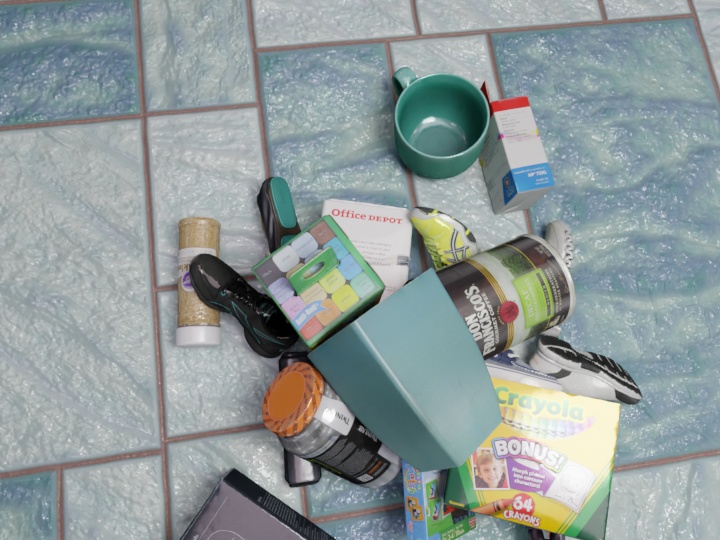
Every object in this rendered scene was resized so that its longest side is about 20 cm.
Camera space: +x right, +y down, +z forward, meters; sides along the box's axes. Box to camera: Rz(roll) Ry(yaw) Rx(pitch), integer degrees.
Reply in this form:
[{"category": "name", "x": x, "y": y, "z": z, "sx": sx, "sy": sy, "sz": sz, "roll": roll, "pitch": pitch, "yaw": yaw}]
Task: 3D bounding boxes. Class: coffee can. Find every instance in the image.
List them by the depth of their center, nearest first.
[{"category": "coffee can", "x": 0.180, "y": 0.047, "z": 0.775, "sx": 0.200, "sy": 0.146, "sz": 0.147, "roll": -22, "pitch": 80, "yaw": -18}]

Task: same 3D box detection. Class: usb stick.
[{"category": "usb stick", "x": -0.094, "y": 0.226, "z": 0.828, "sx": 0.055, "sy": 0.033, "sz": 0.200, "roll": -4, "pitch": 77, "yaw": -5}]

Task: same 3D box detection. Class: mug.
[{"category": "mug", "x": 0.132, "y": -0.246, "z": 0.906, "sx": 0.152, "sy": 0.114, "sz": 0.185, "roll": -2, "pitch": 74, "yaw": 5}]

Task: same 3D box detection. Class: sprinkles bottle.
[{"category": "sprinkles bottle", "x": -0.253, "y": 0.020, "z": 0.845, "sx": 0.068, "sy": 0.068, "sz": 0.201, "roll": -2, "pitch": 77, "yaw": -5}]

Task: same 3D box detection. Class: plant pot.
[{"category": "plant pot", "x": 0.065, "y": 0.133, "z": 0.659, "sx": 0.141, "sy": 0.141, "sz": 0.200, "roll": -31, "pitch": 85, "yaw": -35}]

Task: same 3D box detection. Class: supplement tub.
[{"category": "supplement tub", "x": -0.032, "y": 0.213, "z": 0.746, "sx": 0.200, "sy": 0.122, "sz": 0.123, "roll": 40, "pitch": 74, "yaw": -36}]

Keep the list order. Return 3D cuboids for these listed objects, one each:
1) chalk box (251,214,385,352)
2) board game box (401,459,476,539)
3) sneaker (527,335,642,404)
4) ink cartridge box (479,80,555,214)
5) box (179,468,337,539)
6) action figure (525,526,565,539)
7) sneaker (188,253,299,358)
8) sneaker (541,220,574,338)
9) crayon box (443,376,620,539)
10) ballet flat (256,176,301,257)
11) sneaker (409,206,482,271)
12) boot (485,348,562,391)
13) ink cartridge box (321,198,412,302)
[{"category": "chalk box", "x": -0.052, "y": 0.021, "z": 0.707, "sx": 0.125, "sy": 0.200, "sz": 0.124, "roll": -37, "pitch": 82, "yaw": -8}, {"category": "board game box", "x": 0.112, "y": 0.281, "z": 0.780, "sx": 0.037, "sy": 0.151, "sz": 0.201, "roll": -13, "pitch": 74, "yaw": 34}, {"category": "sneaker", "x": 0.355, "y": 0.173, "z": 0.866, "sx": 0.200, "sy": 0.074, "sz": 0.080, "roll": 23, "pitch": 115, "yaw": -8}, {"category": "ink cartridge box", "x": 0.248, "y": -0.209, "z": 0.910, "sx": 0.067, "sy": 0.116, "sz": 0.200, "roll": -11, "pitch": 79, "yaw": -6}, {"category": "box", "x": -0.148, "y": 0.401, "z": 0.747, "sx": 0.200, "sy": 0.107, "sz": 0.149, "roll": 34, "pitch": 77, "yaw": 3}, {"category": "action figure", "x": 0.266, "y": 0.392, "z": 0.766, "sx": 0.130, "sy": 0.069, "sz": 0.200, "roll": -12, "pitch": 95, "yaw": 22}, {"category": "sneaker", "x": -0.169, "y": 0.045, "z": 0.811, "sx": 0.200, "sy": 0.079, "sz": 0.075, "roll": 48, "pitch": 48, "yaw": -16}, {"category": "sneaker", "x": 0.302, "y": 0.008, "z": 0.892, "sx": 0.081, "sy": 0.075, "sz": 0.200, "roll": 11, "pitch": 76, "yaw": 7}, {"category": "crayon box", "x": 0.224, "y": 0.242, "z": 0.716, "sx": 0.200, "sy": 0.058, "sz": 0.173, "roll": 10, "pitch": 79, "yaw": 11}, {"category": "ballet flat", "x": -0.128, "y": -0.053, "z": 0.875, "sx": 0.073, "sy": 0.073, "sz": 0.200, "roll": -14, "pitch": 78, "yaw": -7}, {"category": "sneaker", "x": 0.144, "y": -0.022, "z": 0.850, "sx": 0.200, "sy": 0.075, "sz": 0.076, "roll": 42, "pitch": 81, "yaw": -23}, {"category": "boot", "x": 0.215, "y": 0.129, "z": 0.834, "sx": 0.200, "sy": 0.073, "sz": 0.091, "roll": 13, "pitch": 73, "yaw": 18}, {"category": "ink cartridge box", "x": 0.000, "y": 0.000, "z": 0.860, "sx": 0.144, "sy": 0.084, "sz": 0.200, "roll": 7, "pitch": 78, "yaw": -3}]
